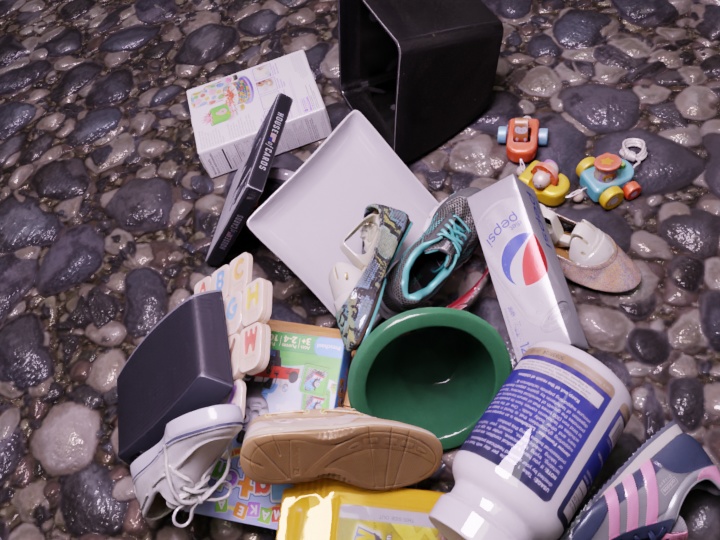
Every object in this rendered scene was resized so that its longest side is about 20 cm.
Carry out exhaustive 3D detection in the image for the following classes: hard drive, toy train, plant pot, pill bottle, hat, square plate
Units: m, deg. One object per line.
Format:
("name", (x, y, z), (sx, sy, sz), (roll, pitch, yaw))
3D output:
("hard drive", (-0.213, 0.121, 0.756), (0.200, 0.042, 0.137), (-42, 47, 32))
("toy train", (0.270, -0.154, 0.889), (0.196, 0.056, 0.152), (9, 60, 18))
("plant pot", (0.084, -0.299, 0.952), (0.175, 0.202, 0.201), (-20, 54, -14))
("pill bottle", (0.156, 0.175, 0.633), (0.115, 0.116, 0.201), (30, 67, 28))
("hat", (0.077, 0.086, 0.778), (0.196, 0.169, 0.176), (-3, 20, -5))
("square plate", (-0.006, -0.054, 0.832), (0.200, 0.028, 0.198), (46, 76, -13))

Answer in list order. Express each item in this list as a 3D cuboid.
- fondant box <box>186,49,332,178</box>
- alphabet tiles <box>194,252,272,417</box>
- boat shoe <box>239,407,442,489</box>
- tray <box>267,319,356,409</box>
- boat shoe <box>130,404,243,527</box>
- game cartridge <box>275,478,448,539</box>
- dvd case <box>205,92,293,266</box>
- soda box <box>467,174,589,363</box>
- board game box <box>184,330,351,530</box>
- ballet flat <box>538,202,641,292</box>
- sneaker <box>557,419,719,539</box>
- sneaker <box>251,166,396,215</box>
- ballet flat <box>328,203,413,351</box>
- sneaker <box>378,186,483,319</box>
("fondant box", (-0.156, -0.241, 1.040), (0.197, 0.059, 0.146), (-19, 55, -1))
("alphabet tiles", (-0.162, 0.085, 0.757), (0.199, 0.014, 0.199), (-27, 54, 41))
("boat shoe", (-0.018, 0.166, 0.671), (0.196, 0.075, 0.069), (6, 18, -11))
("tray", (-0.076, 0.113, 0.801), (0.196, 0.037, 0.100), (6, 58, 17))
("boat shoe", (-0.170, 0.203, 0.666), (0.201, 0.074, 0.087), (-40, 57, 37))
("game cartridge", (0.014, 0.290, 0.635), (0.196, 0.033, 0.179), (8, 57, -3))
("dvd case", (-0.147, -0.112, 0.883), (0.024, 0.200, 0.152), (22, 57, -16))
("soda box", (0.184, 0.001, 0.758), (0.063, 0.068, 0.203), (-25, 66, 29))
("board game box", (-0.097, 0.169, 0.739), (0.148, 0.037, 0.204), (5, 75, 16))
("ballet flat", (0.239, -0.038, 0.811), (0.198, 0.068, 0.068), (27, 64, 26))
("sneaker", (0.253, 0.232, 0.630), (0.199, 0.070, 0.082), (-40, 64, -9))
("sneaker", (-0.048, -0.054, 0.891), (0.196, 0.078, 0.114), (15, 82, 5))
("ballet flat", (0.000, 0.000, 0.757), (0.073, 0.075, 0.202), (7, 44, 16))
("sneaker", (0.097, -0.022, 0.802), (0.077, 0.091, 0.201), (41, 75, -6))
